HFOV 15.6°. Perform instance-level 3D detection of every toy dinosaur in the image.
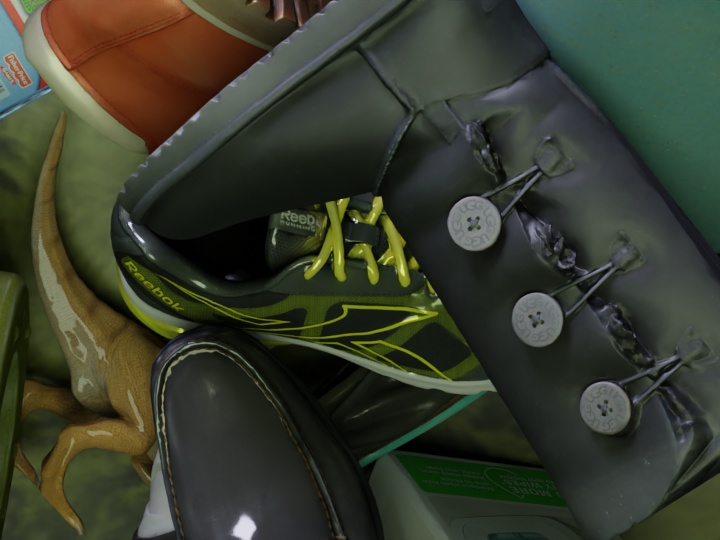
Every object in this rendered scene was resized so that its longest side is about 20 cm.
[{"bbox_3d":[-0.100,0.041,1.050,0.106,0.060,0.200,-44,113,-8],"label":"toy dinosaur"}]

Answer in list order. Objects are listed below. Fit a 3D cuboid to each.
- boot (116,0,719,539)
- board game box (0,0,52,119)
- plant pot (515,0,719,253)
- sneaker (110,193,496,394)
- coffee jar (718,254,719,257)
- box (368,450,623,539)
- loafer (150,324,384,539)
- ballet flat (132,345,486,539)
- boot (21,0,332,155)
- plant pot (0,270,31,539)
[{"bbox_3d":[0.032,0.006,0.879,0.165,0.066,0.200,-37,94,31],"label":"boot"},{"bbox_3d":[-0.100,-0.162,0.976,0.199,0.037,0.152,-26,108,11],"label":"board game box"},{"bbox_3d":[0.117,-0.116,0.919,0.199,0.200,0.189,11,123,-4],"label":"plant pot"},{"bbox_3d":[0.000,0.000,0.959,0.199,0.085,0.075,1,75,9],"label":"sneaker"},{"bbox_3d":[0.187,0.029,0.959,0.104,0.200,0.086,25,108,-9],"label":"coffee jar"},{"bbox_3d":[0.050,0.203,1.028,0.096,0.177,0.201,9,113,-27],"label":"box"},{"bbox_3d":[-0.025,0.114,0.936,0.072,0.072,0.201,-25,88,8],"label":"loafer"},{"bbox_3d":[-0.034,0.067,1.017,0.200,0.068,0.069,-39,101,-15],"label":"ballet flat"},{"bbox_3d":[-0.031,-0.070,0.978,0.107,0.075,0.200,-32,137,31],"label":"boot"},{"bbox_3d":[-0.224,0.053,0.968,0.192,0.201,0.202,8,110,-3],"label":"plant pot"}]
